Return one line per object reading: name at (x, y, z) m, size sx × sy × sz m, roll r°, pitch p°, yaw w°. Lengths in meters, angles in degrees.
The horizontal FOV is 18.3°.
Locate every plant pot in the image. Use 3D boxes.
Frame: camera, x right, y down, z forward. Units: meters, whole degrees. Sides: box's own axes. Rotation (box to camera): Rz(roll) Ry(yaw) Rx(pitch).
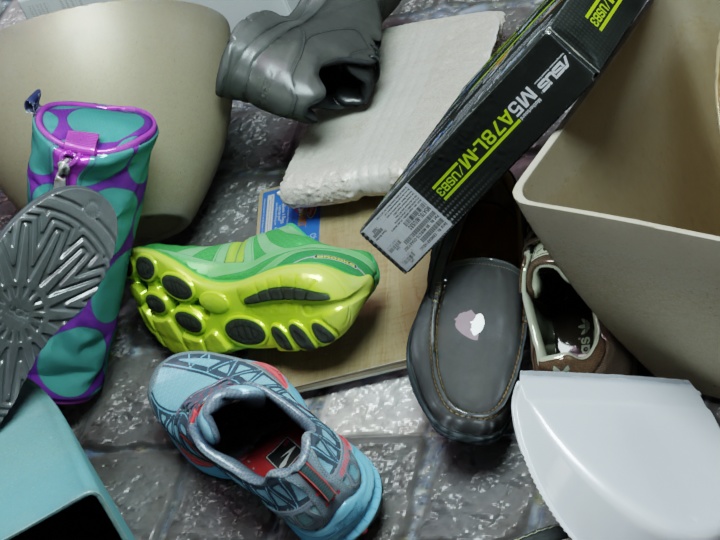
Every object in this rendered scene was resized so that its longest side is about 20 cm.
plant pot at (0.236, -0.029, 1.272) m, size 0.199 × 0.178 × 0.200 m, roll 13°, pitch 52°, yaw 35°
plant pot at (-0.176, -0.089, 1.559) m, size 0.199 × 0.200 × 0.136 m, roll -15°, pitch 77°, yaw 12°
plant pot at (-0.207, 0.161, 1.334) m, size 0.141 × 0.142 × 0.200 m, roll -28°, pitch 32°, yaw -3°

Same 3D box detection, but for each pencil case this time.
pencil case at (-0.191, -0.012, 1.457) m, size 0.085 × 0.201 × 0.092 m, roll 21°, pitch 25°, yaw 14°

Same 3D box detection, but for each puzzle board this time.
puzzle board at (0.000, 0.000, 1.486) m, size 0.150 × 0.017 × 0.201 m, roll -14°, pitch 41°, yaw 14°

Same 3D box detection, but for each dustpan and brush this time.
dustpan and brush at (0.162, 0.148, 1.199) m, size 0.139 × 0.057 × 0.201 m, roll 5°, pitch 42°, yaw -34°

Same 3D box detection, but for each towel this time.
towel at (0.028, -0.111, 1.559) m, size 0.132 × 0.035 × 0.201 m, roll -7°, pitch 36°, yaw 26°

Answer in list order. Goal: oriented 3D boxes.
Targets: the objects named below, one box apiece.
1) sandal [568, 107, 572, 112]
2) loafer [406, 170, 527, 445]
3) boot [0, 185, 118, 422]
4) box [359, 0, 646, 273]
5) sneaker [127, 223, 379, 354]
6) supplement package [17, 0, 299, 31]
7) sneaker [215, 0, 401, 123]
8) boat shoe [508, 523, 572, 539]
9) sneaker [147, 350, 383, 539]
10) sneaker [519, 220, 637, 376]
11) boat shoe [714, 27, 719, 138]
sandal at (0.156, -0.078, 1.432) m, size 0.075 × 0.045 × 0.201 m, roll 8°, pitch 64°, yaw 40°
loafer at (0.069, 0.019, 1.366) m, size 0.072 × 0.073 × 0.201 m, roll 9°, pitch 43°, yaw -7°
boot at (-0.231, 0.005, 1.387) m, size 0.165 × 0.066 × 0.200 m, roll -54°, pitch 22°, yaw -2°
box at (0.099, -0.113, 1.350) m, size 0.200 × 0.047 × 0.193 m, roll -47°, pitch 3°, yaw 38°
sneaker at (-0.071, 0.013, 1.457) m, size 0.199 × 0.075 × 0.083 m, roll 5°, pitch 25°, yaw 37°
supplement package at (-0.138, -0.214, 1.700) m, size 0.198 × 0.120 × 0.122 m, roll -10°, pitch 41°, yaw 17°
sneaker at (-0.017, -0.154, 1.561) m, size 0.090 × 0.076 × 0.200 m, roll 30°, pitch 43°, yaw 17°
boat shoe at (0.044, 0.177, 1.233) m, size 0.199 × 0.072 × 0.068 m, roll -23°, pitch 45°, yaw 6°
sneaker at (-0.069, 0.088, 1.355) m, size 0.199 × 0.096 × 0.079 m, roll 28°, pitch 76°, yaw 43°
sneaker at (0.130, -0.008, 1.346) m, size 0.070 × 0.076 × 0.201 m, roll -17°, pitch 56°, yaw 21°
boat shoe at (0.232, -0.120, 1.180) m, size 0.067 × 0.072 × 0.201 m, roll -2°, pitch 42°, yaw 27°
